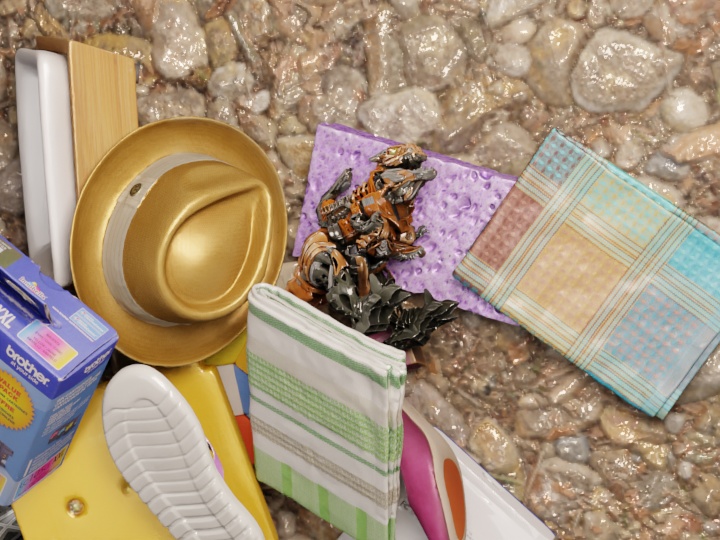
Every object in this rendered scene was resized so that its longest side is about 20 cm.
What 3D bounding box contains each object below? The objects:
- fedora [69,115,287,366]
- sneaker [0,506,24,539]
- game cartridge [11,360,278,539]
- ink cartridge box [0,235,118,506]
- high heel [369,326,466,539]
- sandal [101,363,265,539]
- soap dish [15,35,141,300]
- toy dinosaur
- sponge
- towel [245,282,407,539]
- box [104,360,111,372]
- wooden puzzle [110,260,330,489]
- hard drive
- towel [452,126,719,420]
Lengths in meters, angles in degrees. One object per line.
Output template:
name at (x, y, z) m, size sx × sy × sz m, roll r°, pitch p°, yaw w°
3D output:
fedora at (-0.124, -0.021, 1.314) m, size 0.082 × 0.200 × 0.202 m, roll 7°, pitch 105°, yaw 55°
sneaker at (-0.308, 0.219, 1.489) m, size 0.199 × 0.078 × 0.078 m, roll -29°, pitch 91°, yaw 10°
game cartridge at (-0.188, 0.177, 1.412) m, size 0.199 × 0.032 × 0.177 m, roll -19°, pitch 96°, yaw 3°
ink cartridge box at (-0.273, 0.065, 1.306) m, size 0.136 × 0.076 × 0.200 m, roll 38°, pitch 130°, yaw 9°
high heel at (0.021, 0.143, 1.354) m, size 0.096 × 0.067 × 0.201 m, roll -21°, pitch 66°, yaw 16°
sandal at (-0.143, 0.159, 1.371) m, size 0.082 × 0.050 × 0.203 m, roll -20°, pitch 109°, yaw 19°
soap dish at (-0.224, -0.087, 1.376) m, size 0.081 × 0.157 × 0.201 m, roll -5°, pitch 99°, yaw -19°
toy dinosaur at (0.000, 0.000, 1.328) m, size 0.136 × 0.102 × 0.201 m, roll 50°, pitch 132°, yaw 31°
sponge at (0.048, -0.038, 1.356) m, size 0.199 × 0.030 × 0.112 m, roll 17°, pitch 104°, yaw 14°
towel at (-0.026, 0.115, 1.318) m, size 0.149 × 0.031 × 0.201 m, roll 29°, pitch 137°, yaw 30°
box at (-0.312, 0.026, 1.428) m, size 0.199 × 0.143 × 0.036 m, roll 25°, pitch 76°, yaw 12°
wooden puzzle at (-0.113, 0.096, 1.429) m, size 0.199 × 0.037 × 0.186 m, roll -10°, pitch 96°, yaw 19°
hard drive at (0.047, 0.245, 1.408) m, size 0.132 × 0.025 × 0.200 m, roll 41°, pitch 109°, yaw 8°
towel at (0.189, 0.004, 1.301) m, size 0.200 × 0.022 × 0.147 m, roll 34°, pitch 103°, yaw 1°
